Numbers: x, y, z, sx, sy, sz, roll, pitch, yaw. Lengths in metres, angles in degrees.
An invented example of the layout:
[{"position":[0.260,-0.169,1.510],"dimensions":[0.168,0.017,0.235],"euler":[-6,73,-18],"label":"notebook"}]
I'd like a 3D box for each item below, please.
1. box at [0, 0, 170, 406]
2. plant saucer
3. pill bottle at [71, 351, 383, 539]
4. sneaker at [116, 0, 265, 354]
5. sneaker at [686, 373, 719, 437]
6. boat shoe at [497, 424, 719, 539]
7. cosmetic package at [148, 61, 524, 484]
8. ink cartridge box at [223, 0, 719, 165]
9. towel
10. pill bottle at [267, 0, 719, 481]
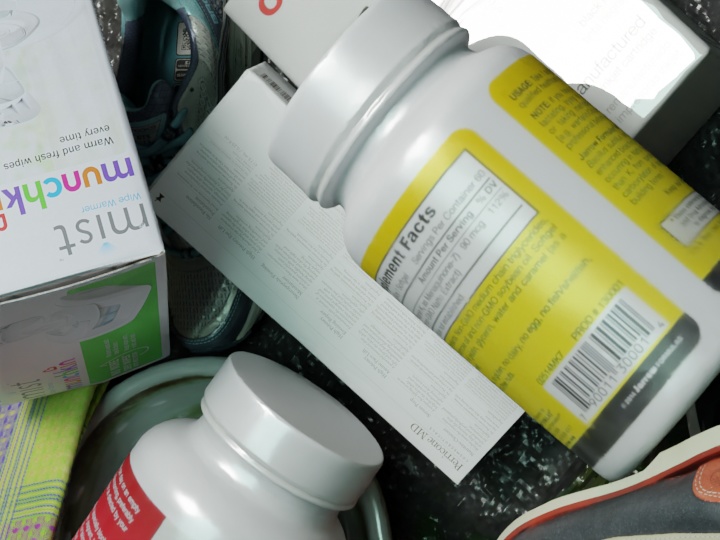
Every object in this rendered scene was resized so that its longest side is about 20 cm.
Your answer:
[{"position":[-0.154,-0.049,0.916],"dimensions":[0.096,0.200,0.178],"euler":[-16,77,-9],"label":"box"},{"position":[-0.068,0.143,1.005],"dimensions":[0.199,0.050,0.202],"euler":[-2,86,24],"label":"plant saucer"},{"position":[-0.078,0.142,0.920],"dimensions":[0.112,0.112,0.201],"euler":[38,102,21],"label":"pill bottle"},{"position":[-0.095,-0.058,1.011],"dimensions":[0.077,0.086,0.202],"euler":[-9,82,24],"label":"sneaker"},{"position":[0.177,0.087,0.856],"dimensions":[0.075,0.088,0.202],"euler":[14,77,-8],"label":"sneaker"},{"position":[0.114,0.120,0.802],"dimensions":[0.200,0.071,0.063],"euler":[-37,42,47],"label":"boat shoe"},{"position":[0.000,0.000,0.949],"dimensions":[0.200,0.051,0.083],"euler":[42,102,-2],"label":"cosmetic package"},{"position":[0.055,-0.108,0.948],"dimensions":[0.200,0.084,0.146],"euler":[45,104,18],"label":"ink cartridge box"},{"position":[-0.211,0.114,1.033],"dimensions":[0.199,0.023,0.144],"euler":[-18,45,35],"label":"towel"},{"position":[0.066,-0.019,0.833],"dimensions":[0.200,0.114,0.115],"euler":[41,103,8],"label":"pill bottle"}]
